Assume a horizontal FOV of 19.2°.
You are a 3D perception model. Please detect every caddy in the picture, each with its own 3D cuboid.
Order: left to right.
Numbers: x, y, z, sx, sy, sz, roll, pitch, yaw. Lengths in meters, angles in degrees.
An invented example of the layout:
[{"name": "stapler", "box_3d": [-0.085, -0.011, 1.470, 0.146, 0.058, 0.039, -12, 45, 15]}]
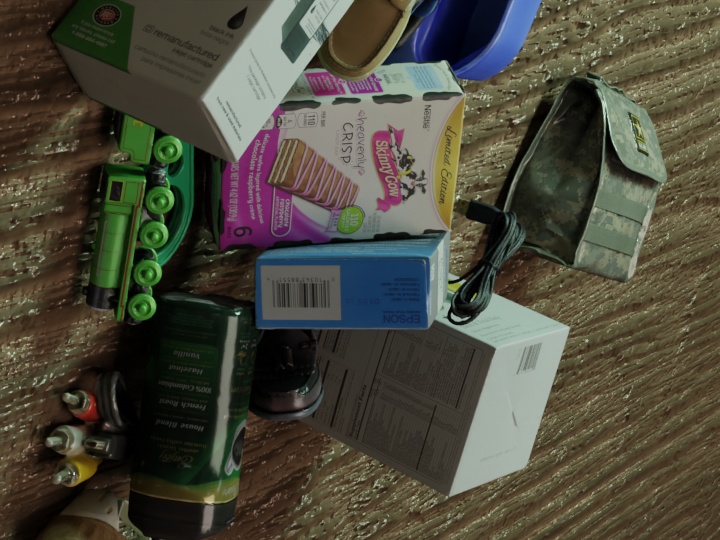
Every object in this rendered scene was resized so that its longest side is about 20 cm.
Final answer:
[{"name": "caddy", "box_3d": [0.080, -0.254, 1.808, 0.105, 0.141, 0.200, 11, 102, -65]}]

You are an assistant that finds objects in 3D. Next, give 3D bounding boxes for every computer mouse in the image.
[{"name": "computer mouse", "box_3d": [0.045, -0.025, 1.892, 0.140, 0.200, 0.046, -54, 137, -32]}]

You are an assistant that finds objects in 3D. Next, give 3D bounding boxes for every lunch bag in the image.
[{"name": "lunch bag", "box_3d": [0.246, -0.100, 2.256, 0.164, 0.118, 0.200, 14, 94, -62]}]

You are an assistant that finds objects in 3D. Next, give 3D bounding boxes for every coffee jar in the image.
[{"name": "coffee jar", "box_3d": [-0.136, 0.120, 1.742, 0.104, 0.085, 0.200, -8, 105, -83]}]

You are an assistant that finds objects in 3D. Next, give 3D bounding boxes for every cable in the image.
[{"name": "cable", "box_3d": [-0.204, 0.134, 1.764, 0.200, 0.050, 0.097, 31, 67, -75]}]

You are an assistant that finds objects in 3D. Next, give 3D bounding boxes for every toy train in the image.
[{"name": "toy train", "box_3d": [-0.172, -0.051, 1.625, 0.056, 0.042, 0.200, 6, 111, -15]}]

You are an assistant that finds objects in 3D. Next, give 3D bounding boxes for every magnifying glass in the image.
[{"name": "magnifying glass", "box_3d": [-0.148, -0.092, 1.676, 0.080, 0.022, 0.200, -7, 120, -58]}]

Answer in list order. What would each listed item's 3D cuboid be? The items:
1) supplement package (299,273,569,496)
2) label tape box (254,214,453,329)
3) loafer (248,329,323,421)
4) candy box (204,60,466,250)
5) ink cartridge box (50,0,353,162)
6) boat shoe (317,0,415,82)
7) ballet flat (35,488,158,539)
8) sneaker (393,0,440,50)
[{"name": "supplement package", "box_3d": [0.058, 0.090, 1.987, 0.152, 0.200, 0.151, -11, 121, -58]}, {"name": "label tape box", "box_3d": [0.000, 0.000, 1.791, 0.200, 0.144, 0.063, -51, 140, -76]}, {"name": "loafer", "box_3d": [-0.069, 0.067, 1.832, 0.200, 0.072, 0.063, -92, 179, -71]}, {"name": "candy box", "box_3d": [-0.022, -0.093, 1.731, 0.200, 0.061, 0.136, -6, 125, -15]}, {"name": "ink cartridge box", "box_3d": [-0.100, -0.197, 1.533, 0.200, 0.147, 0.083, -56, 150, -19]}, {"name": "boat shoe", "box_3d": [0.021, -0.244, 1.662, 0.066, 0.074, 0.200, 177, -65, -86]}, {"name": "ballet flat", "box_3d": [-0.213, 0.223, 1.783, 0.200, 0.068, 0.072, 42, 55, -62]}, {"name": "sneaker", "box_3d": [0.026, -0.267, 1.730, 0.073, 0.112, 0.200, -15, 126, -59]}]
